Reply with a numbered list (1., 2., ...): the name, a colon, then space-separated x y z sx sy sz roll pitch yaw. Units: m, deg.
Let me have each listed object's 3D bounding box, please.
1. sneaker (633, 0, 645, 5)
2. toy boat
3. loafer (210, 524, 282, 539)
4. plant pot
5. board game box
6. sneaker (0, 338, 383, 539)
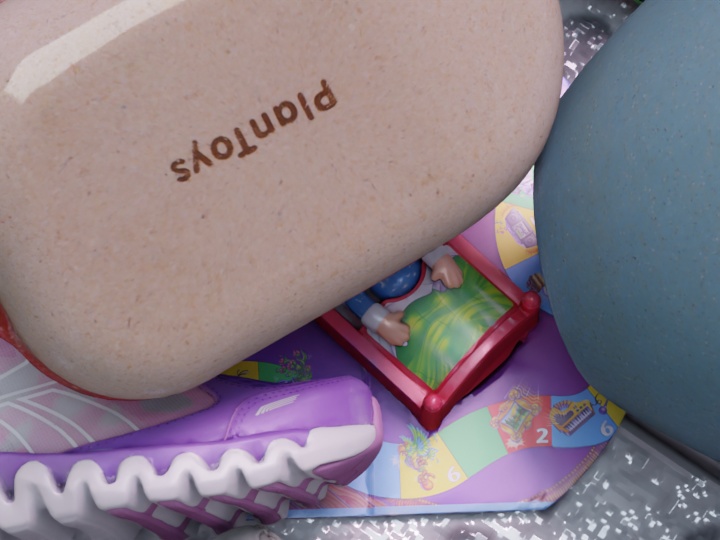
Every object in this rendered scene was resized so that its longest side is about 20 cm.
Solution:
1. sneaker: 0.106 -0.122 0.897 0.199 0.085 0.078 13 75 3
2. toy boat: -0.039 -0.055 0.821 0.200 0.131 0.131 -29 108 -8
3. loafer: 0.026 0.153 0.834 0.070 0.070 0.200 -37 79 -24
4. plant pot: 0.132 -0.016 0.829 0.134 0.200 0.201 -11 73 23
5. board game box: 0.000 0.000 0.884 0.199 0.039 0.158 -2 74 0
6. sneaker: -0.094 0.043 0.846 0.200 0.081 0.089 -6 73 5
